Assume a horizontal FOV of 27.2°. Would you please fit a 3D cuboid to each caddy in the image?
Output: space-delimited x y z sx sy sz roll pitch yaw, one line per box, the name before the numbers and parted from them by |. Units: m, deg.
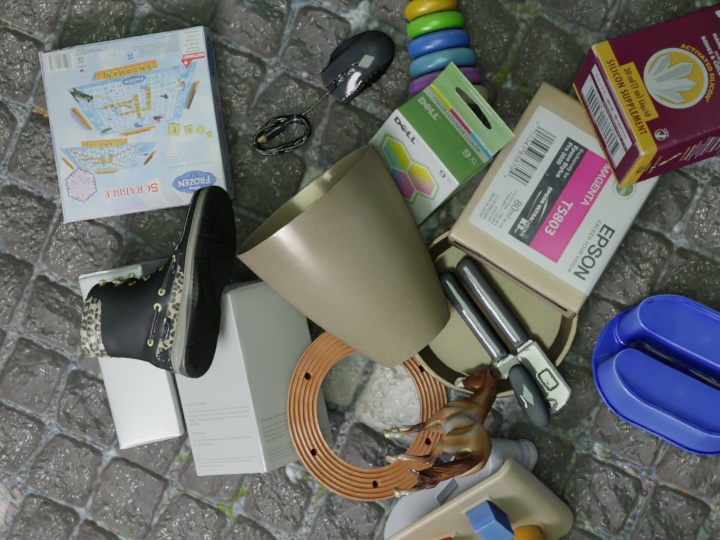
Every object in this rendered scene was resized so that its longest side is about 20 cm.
caddy | 0.350 0.112 1.603 0.200 0.105 0.142 27 75 6

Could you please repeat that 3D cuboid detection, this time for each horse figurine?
horse figurine | 0.092 0.178 1.571 0.132 0.200 0.050 -17 110 6

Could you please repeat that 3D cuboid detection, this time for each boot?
boot | 0.117 0.258 1.663 0.200 0.095 0.074 -47 55 32
boot | -0.218 0.007 1.581 0.153 0.073 0.204 4 82 31

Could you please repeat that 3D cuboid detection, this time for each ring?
ring | 0.007 0.155 1.654 0.200 0.019 0.201 5 80 -26

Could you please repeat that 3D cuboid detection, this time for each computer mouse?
computer mouse | -0.044 -0.198 1.675 0.200 0.034 0.059 -41 88 11

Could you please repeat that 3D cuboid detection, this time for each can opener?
can opener | 0.158 0.076 1.621 0.053 0.066 0.200 -36 84 10

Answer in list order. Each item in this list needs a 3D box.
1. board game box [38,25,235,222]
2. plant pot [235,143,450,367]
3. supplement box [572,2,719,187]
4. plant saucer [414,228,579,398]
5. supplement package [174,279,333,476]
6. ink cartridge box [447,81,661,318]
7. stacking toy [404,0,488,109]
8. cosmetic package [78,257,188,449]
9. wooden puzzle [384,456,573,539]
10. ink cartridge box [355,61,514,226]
board game box | -0.257 -0.167 1.709 0.199 0.041 0.200 -7 93 10
plant pot | 0.000 0.000 1.596 0.187 0.187 0.200 -37 100 11
supplement box | 0.341 -0.187 1.534 0.199 0.103 0.131 -20 75 -10
plant saucer | 0.145 0.042 1.664 0.199 0.029 0.201 1 94 8
supplement package | -0.126 0.116 1.655 0.117 0.117 0.201 -9 94 42
ink cartridge box | 0.213 -0.075 1.604 0.164 0.075 0.200 31 86 6
stacking toy | 0.080 -0.272 1.627 0.085 0.085 0.201 -12 89 10
cosmetic package | -0.246 0.092 1.696 0.081 0.113 0.201 -11 91 11
wooden puzzle | 0.127 0.304 1.623 0.200 0.185 0.046 -37 49 9
ink cartridge box | 0.073 -0.126 1.583 0.059 0.200 0.104 -38 87 -29
